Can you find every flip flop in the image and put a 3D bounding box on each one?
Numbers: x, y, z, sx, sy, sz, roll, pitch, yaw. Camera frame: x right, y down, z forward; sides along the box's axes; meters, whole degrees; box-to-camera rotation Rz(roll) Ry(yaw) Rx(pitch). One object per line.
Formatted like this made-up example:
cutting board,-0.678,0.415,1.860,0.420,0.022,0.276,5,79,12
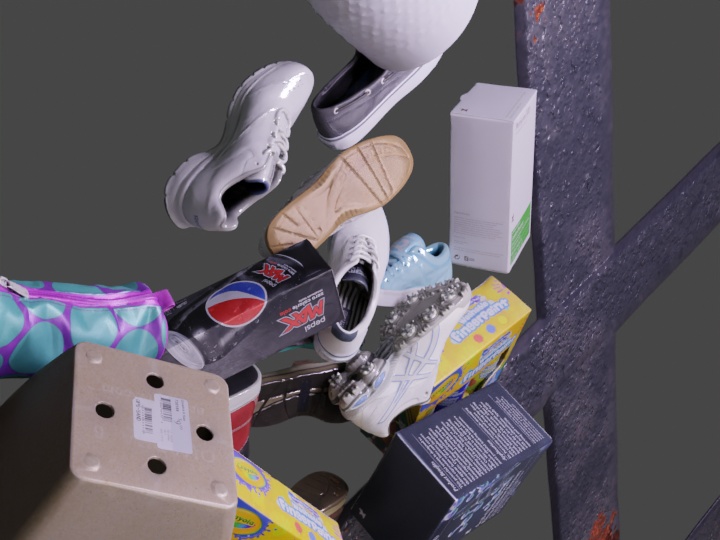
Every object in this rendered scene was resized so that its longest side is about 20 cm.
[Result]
flip flop,-0.066,0.133,1.272,0.198,0.058,0.082,-4,118,-33

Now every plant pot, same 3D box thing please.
plant pot,-0.200,0.176,0.911,0.198,0.201,0.178,17,127,-25

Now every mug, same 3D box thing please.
mug,0.010,-0.319,1.066,0.175,0.146,0.203,31,55,-45

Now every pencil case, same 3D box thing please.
pencil case,-0.260,0.046,0.958,0.199,0.085,0.093,6,131,-52

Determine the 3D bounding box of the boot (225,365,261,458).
boot,-0.190,0.185,1.136,0.198,0.072,0.146,-19,135,-37

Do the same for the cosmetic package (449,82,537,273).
cosmetic package,0.159,-0.113,1.364,0.108,0.084,0.202,-52,147,-51

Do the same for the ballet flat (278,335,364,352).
ballet flat,-0.062,0.057,1.225,0.199,0.072,0.073,3,107,-52

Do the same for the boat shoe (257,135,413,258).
boat shoe,-0.032,-0.078,1.189,0.199,0.069,0.071,-36,102,-23

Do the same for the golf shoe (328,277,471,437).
golf shoe,0.059,0.098,1.249,0.200,0.078,0.097,-43,116,-1

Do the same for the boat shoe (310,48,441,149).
boat shoe,0.018,-0.218,1.177,0.200,0.070,0.066,-47,141,-13

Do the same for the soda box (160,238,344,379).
soda box,-0.119,0.049,1.097,0.198,0.063,0.071,-27,130,-14

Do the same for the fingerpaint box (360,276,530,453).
fingerpaint box,0.106,0.126,1.398,0.199,0.073,0.168,-33,153,-36

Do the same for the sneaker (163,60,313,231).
sneaker,-0.099,-0.113,1.070,0.201,0.086,0.075,-57,140,-14

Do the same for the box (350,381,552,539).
box,0.110,0.245,1.346,0.199,0.107,0.149,-19,146,-44

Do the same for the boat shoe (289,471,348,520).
boat shoe,-0.094,0.308,1.308,0.199,0.072,0.068,-23,131,-38

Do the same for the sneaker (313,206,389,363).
sneaker,0.000,0.000,1.201,0.072,0.071,0.202,17,60,-15

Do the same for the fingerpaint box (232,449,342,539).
fingerpaint box,-0.135,0.291,1.158,0.166,0.074,0.200,-36,130,12

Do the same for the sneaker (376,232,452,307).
sneaker,0.039,-0.003,1.319,0.199,0.073,0.083,-5,99,-55
